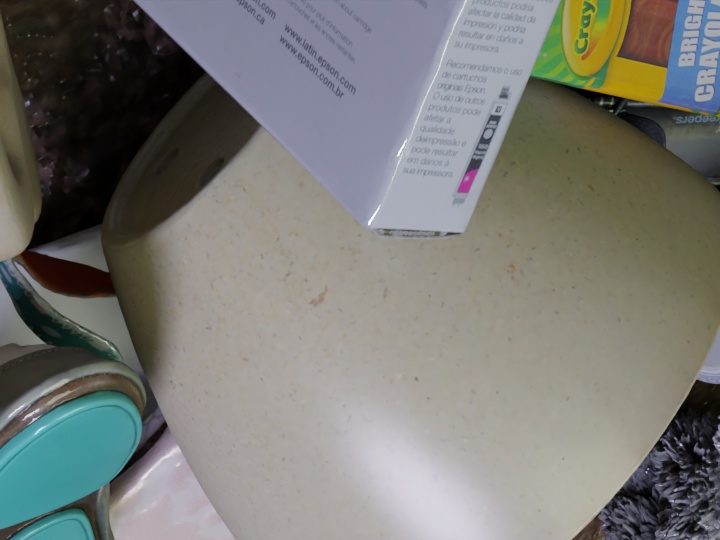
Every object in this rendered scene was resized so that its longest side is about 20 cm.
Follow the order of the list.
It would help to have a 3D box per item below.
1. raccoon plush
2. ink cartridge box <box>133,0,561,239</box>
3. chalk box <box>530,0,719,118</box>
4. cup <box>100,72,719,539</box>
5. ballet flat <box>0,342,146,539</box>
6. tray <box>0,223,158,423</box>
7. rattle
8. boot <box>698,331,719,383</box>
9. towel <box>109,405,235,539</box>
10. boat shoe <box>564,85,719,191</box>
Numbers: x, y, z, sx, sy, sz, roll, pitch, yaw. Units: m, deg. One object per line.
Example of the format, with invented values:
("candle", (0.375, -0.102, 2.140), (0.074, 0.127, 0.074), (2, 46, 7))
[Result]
("raccoon plush", (0.168, 0.137, 0.944), (0.096, 0.134, 0.202), (7, 86, -18))
("ink cartridge box", (-0.002, -0.144, 0.612), (0.043, 0.196, 0.201), (3, 121, -40))
("chalk box", (0.068, -0.129, 0.716), (0.199, 0.124, 0.126), (5, 107, -40))
("cup", (0.000, 0.000, 0.720), (0.143, 0.200, 0.200), (41, 94, -20))
("ballet flat", (-0.111, 0.060, 0.711), (0.067, 0.064, 0.200), (-21, 158, -19))
("tray", (-0.088, 0.021, 0.802), (0.199, 0.022, 0.108), (-21, 131, -23))
("rattle", (-0.155, -0.032, 0.664), (0.142, 0.131, 0.201), (-25, 151, -13))
("boot", (0.194, -0.046, 0.941), (0.095, 0.073, 0.201), (3, 117, -63))
("towel", (-0.067, 0.134, 0.881), (0.191, 0.032, 0.200), (-44, 139, 10))
("boat shoe", (0.093, -0.040, 0.845), (0.198, 0.062, 0.075), (-8, 124, -13))
